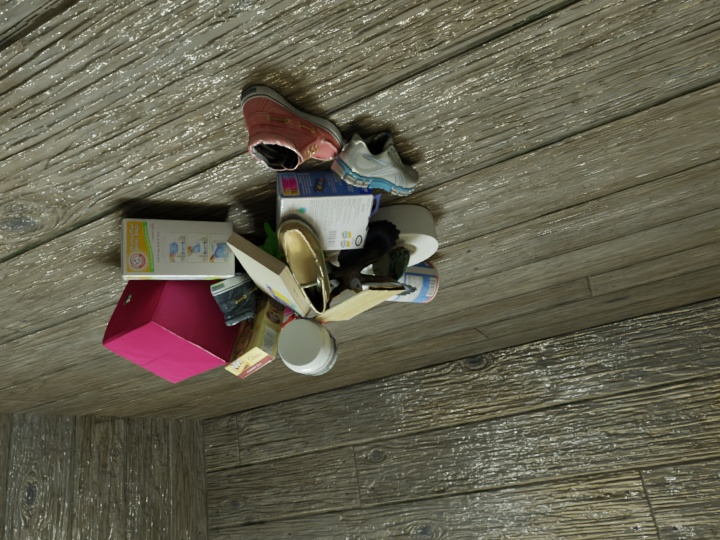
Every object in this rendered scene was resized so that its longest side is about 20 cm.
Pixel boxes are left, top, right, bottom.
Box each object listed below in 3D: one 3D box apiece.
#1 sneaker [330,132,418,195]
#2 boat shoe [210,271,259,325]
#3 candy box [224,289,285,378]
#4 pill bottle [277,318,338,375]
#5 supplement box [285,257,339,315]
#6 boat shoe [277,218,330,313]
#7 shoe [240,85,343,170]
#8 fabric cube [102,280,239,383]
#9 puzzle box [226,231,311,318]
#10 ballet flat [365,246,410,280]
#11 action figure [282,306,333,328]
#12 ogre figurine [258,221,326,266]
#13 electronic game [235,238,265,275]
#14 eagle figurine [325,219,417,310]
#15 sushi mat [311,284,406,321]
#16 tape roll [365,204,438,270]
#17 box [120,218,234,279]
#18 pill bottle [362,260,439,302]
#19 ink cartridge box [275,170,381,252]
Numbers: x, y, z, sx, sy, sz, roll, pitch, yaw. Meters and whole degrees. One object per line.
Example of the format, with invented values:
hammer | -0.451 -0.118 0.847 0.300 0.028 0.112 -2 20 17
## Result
sneaker | 0.044 -0.183 0.901 0.198 0.075 0.088 -3 131 -50
boat shoe | -0.248 0.054 1.146 0.069 0.093 0.200 -17 -175 17
candy box | -0.222 0.120 1.174 0.114 0.203 0.055 -33 124 32
pill bottle | -0.113 0.167 1.170 0.110 0.116 0.200 -10 166 3
supplement box | -0.171 0.052 1.317 0.197 0.105 0.130 -20 178 28
boat shoe | -0.094 -0.001 0.969 0.070 0.077 0.202 -17 134 8
shoe | -0.093 -0.184 0.794 0.070 0.093 0.198 -21 156 31
fabric cube | -0.396 0.097 1.168 0.197 0.200 0.199 -22 134 35
puzzle box | -0.172 0.014 1.035 0.131 0.026 0.201 30 161 21
ballet flat | 0.048 0.004 1.188 0.072 0.076 0.201 -3 156 -17
action figure | -0.157 0.129 1.301 0.196 0.053 0.065 -21 172 9
ogre figurine | -0.150 -0.049 1.115 0.196 0.101 0.119 -17 163 26
electronic game | -0.260 -0.020 1.224 0.195 0.043 0.201 -8 159 -3
eagle figurine | 0.002 0.005 1.096 0.196 0.153 0.152 -23 152 -1
sushi mat | -0.008 0.067 1.059 0.094 0.012 0.199 1 159 -40
tape roll | 0.071 -0.069 1.201 0.197 0.072 0.203 -8 160 -3
box | -0.347 -0.036 1.017 0.195 0.104 0.112 0 176 -25
pill bottle | 0.099 0.023 1.395 0.196 0.115 0.112 7 155 -35
ink cartridge box | -0.054 -0.108 0.985 0.195 0.078 0.138 -3 139 -13
